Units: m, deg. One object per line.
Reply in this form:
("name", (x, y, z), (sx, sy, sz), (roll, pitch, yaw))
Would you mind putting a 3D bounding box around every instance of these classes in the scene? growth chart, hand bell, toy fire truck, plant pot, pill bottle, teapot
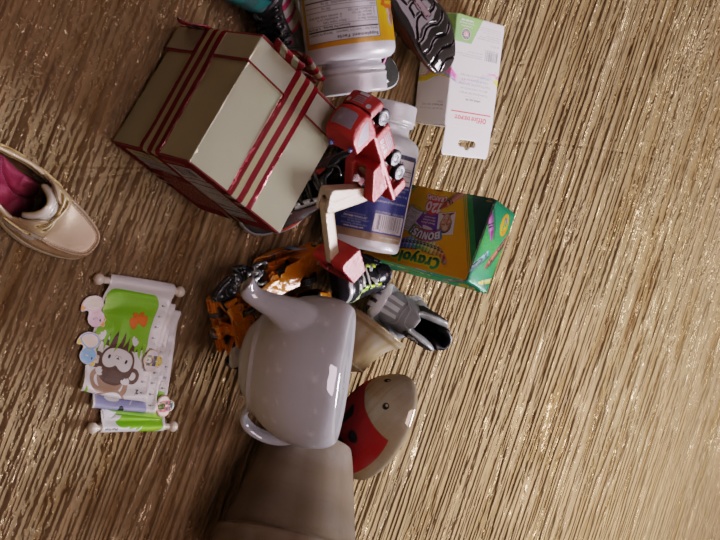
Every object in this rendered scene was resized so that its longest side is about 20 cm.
("growth chart", (-0.273, 0.102, 1.200), (0.144, 0.018, 0.201), (-1, 100, -44))
("hand bell", (-0.038, 0.155, 1.417), (0.200, 0.104, 0.104), (-54, 133, -6))
("toy fire truck", (-0.011, -0.096, 1.181), (0.141, 0.049, 0.200), (-49, 145, -22))
("plant pot", (-0.085, 0.312, 1.340), (0.200, 0.199, 0.174), (37, 57, -44))
("pill bottle", (0.017, -0.129, 1.366), (0.111, 0.111, 0.201), (8, 94, -46))
("pill bottle", (-0.018, -0.311, 1.189), (0.109, 0.109, 0.201), (-15, 102, -42))
("teapot", (-0.088, 0.121, 1.226), (0.197, 0.145, 0.201), (57, 41, -83))

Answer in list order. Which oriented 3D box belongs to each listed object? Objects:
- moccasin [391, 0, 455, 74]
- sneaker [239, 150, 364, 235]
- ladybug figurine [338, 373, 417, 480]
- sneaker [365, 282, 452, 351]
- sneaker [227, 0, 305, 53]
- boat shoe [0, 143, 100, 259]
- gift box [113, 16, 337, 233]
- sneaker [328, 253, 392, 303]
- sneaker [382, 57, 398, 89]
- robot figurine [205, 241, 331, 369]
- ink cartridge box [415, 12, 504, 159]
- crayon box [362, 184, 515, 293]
("moccasin", (0.061, -0.353, 1.376), (0.201, 0.078, 0.074), (43, 82, -30))
("sneaker", (-0.065, -0.107, 1.264), (0.199, 0.082, 0.077), (-26, 93, -5))
("ladybug figurine", (0.010, 0.219, 1.423), (0.072, 0.200, 0.136), (20, 43, -18))
("sneaker", (0.088, 0.085, 1.455), (0.075, 0.115, 0.200), (-59, 156, 2))
("sneaker", (-0.116, -0.308, 1.192), (0.121, 0.083, 0.201), (-21, 108, -57))
("boat shoe", (-0.344, -0.070, 1.047), (0.200, 0.069, 0.074), (41, 71, -43))
("gift box", (-0.146, -0.177, 1.139), (0.200, 0.184, 0.187), (43, 71, -49))
("sneaker", (0.000, 0.000, 1.337), (0.082, 0.200, 0.072), (-9, 95, 1))
("sneaker", (0.010, -0.292, 1.327), (0.200, 0.099, 0.071), (31, 77, -46))
("robot figurine", (-0.121, 0.044, 1.309), (0.200, 0.058, 0.146), (-27, 118, -39))
("ink cartridge box", (0.143, -0.270, 1.489), (0.117, 0.067, 0.201), (0, 99, -45))
("crayon box", (0.107, -0.049, 1.413), (0.058, 0.199, 0.119), (29, 79, -46))
